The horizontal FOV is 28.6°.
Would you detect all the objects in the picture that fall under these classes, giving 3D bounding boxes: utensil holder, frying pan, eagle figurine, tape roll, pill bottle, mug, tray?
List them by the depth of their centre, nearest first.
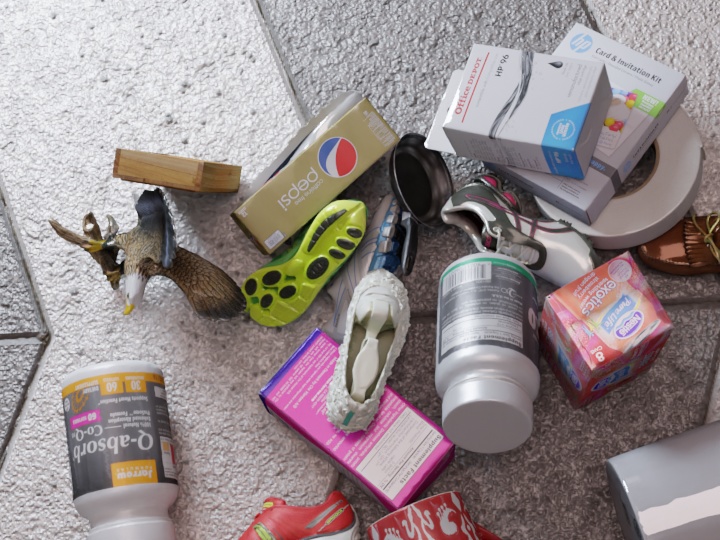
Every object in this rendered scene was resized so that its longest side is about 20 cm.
[{"bbox_3d":[0.376,0.242,1.469,0.199,0.170,0.171,-18,73,-1],"label":"utensil holder"},{"bbox_3d":[0.103,0.345,1.490,0.133,0.177,0.201,-33,71,29],"label":"mug"},{"bbox_3d":[0.137,0.089,1.522,0.112,0.113,0.201,2,48,4],"label":"pill bottle"},{"bbox_3d":[-0.261,0.208,1.545,0.116,0.116,0.201,-11,73,0],"label":"pill bottle"},{"bbox_3d":[-0.227,-0.016,1.584,0.199,0.151,0.152,-3,92,36],"label":"eagle figurine"},{"bbox_3d":[-0.204,-0.111,1.594,0.098,0.200,0.037,10,95,6],"label":"tray"},{"bbox_3d":[0.070,-0.067,1.619,0.031,0.115,0.191,-17,65,36],"label":"frying pan"},{"bbox_3d":[0.293,-0.122,1.625,0.202,0.037,0.204,-8,63,15],"label":"tape roll"}]

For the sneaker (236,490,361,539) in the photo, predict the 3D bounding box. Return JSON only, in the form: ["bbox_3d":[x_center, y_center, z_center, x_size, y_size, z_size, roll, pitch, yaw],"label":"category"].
[{"bbox_3d":[-0.101,0.293,1.539,0.199,0.077,0.085,-14,67,-12],"label":"sneaker"}]

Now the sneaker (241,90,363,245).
[{"bbox_3d":[-0.054,-0.124,1.663,0.080,0.076,0.200,39,85,4],"label":"sneaker"}]

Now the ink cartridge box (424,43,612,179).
[{"bbox_3d":[0.170,-0.184,1.591,0.199,0.068,0.117,13,69,25],"label":"ink cartridge box"}]

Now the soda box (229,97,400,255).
[{"bbox_3d":[-0.052,-0.105,1.595,0.200,0.068,0.064,-41,96,-8],"label":"soda box"}]

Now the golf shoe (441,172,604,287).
[{"bbox_3d":[0.181,-0.028,1.591,0.200,0.078,0.088,35,42,26],"label":"golf shoe"}]

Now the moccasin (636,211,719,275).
[{"bbox_3d":[0.414,-0.031,1.594,0.200,0.078,0.074,5,74,8],"label":"moccasin"}]

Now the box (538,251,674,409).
[{"bbox_3d":[0.257,0.069,1.511,0.102,0.200,0.095,-27,73,-5],"label":"box"}]

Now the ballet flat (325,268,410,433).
[{"bbox_3d":[0.014,0.077,1.496,0.071,0.072,0.201,10,60,6],"label":"ballet flat"}]

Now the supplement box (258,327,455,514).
[{"bbox_3d":[-0.002,0.171,1.548,0.200,0.101,0.103,40,79,13],"label":"supplement box"}]

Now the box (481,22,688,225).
[{"bbox_3d":[0.256,-0.170,1.617,0.156,0.041,0.200,33,78,29],"label":"box"}]

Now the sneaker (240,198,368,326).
[{"bbox_3d":[-0.057,-0.007,1.602,0.200,0.084,0.074,-41,89,25],"label":"sneaker"}]

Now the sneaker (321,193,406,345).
[{"bbox_3d":[0.000,0.000,1.618,0.086,0.075,0.201,6,66,24],"label":"sneaker"}]
